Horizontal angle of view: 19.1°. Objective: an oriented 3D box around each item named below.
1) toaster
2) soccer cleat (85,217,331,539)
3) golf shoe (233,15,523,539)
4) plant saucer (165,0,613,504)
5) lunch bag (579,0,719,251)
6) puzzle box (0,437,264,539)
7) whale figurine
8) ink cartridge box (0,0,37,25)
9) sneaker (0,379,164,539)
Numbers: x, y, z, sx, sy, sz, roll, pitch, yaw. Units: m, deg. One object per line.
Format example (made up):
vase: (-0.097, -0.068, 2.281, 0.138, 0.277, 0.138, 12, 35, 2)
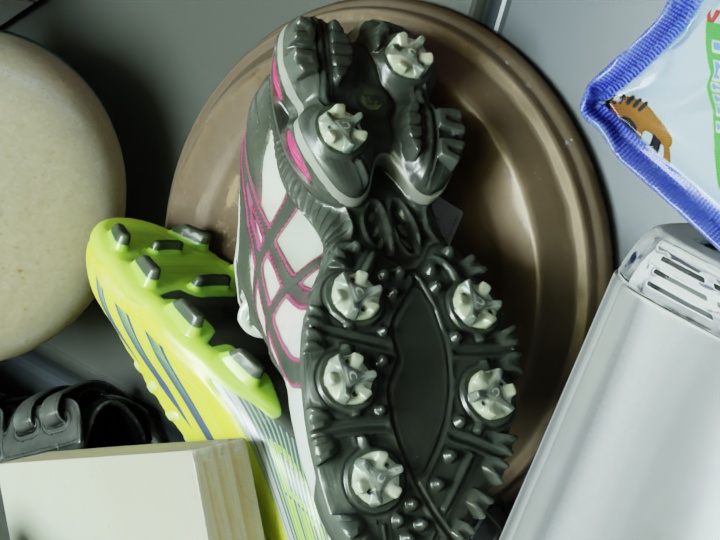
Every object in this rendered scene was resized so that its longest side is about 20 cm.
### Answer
toaster: (0.132, 0.068, 0.652, 0.200, 0.113, 0.130, 28, 106, 34)
soccer cleat: (-0.041, 0.060, 0.766, 0.200, 0.065, 0.084, 45, 121, 23)
golf shoe: (-0.001, 0.014, 0.712, 0.088, 0.077, 0.201, -46, 42, 50)
plant saucer: (0.000, 0.000, 0.787, 0.199, 0.029, 0.201, 3, 96, 34)
lunch bag: (0.191, -0.021, 0.566, 0.200, 0.170, 0.124, 48, 120, 23)
puzzle box: (-0.070, 0.162, 0.764, 0.133, 0.025, 0.201, -8, 92, 50)
whale figurine: (-0.192, -0.037, 0.833, 0.104, 0.199, 0.160, -125, 41, -72)
ink cartridge box: (-0.163, -0.182, 0.847, 0.200, 0.084, 0.145, -27, 79, 34)
sneaker: (-0.146, 0.060, 0.873, 0.200, 0.071, 0.099, 49, 117, 14)
